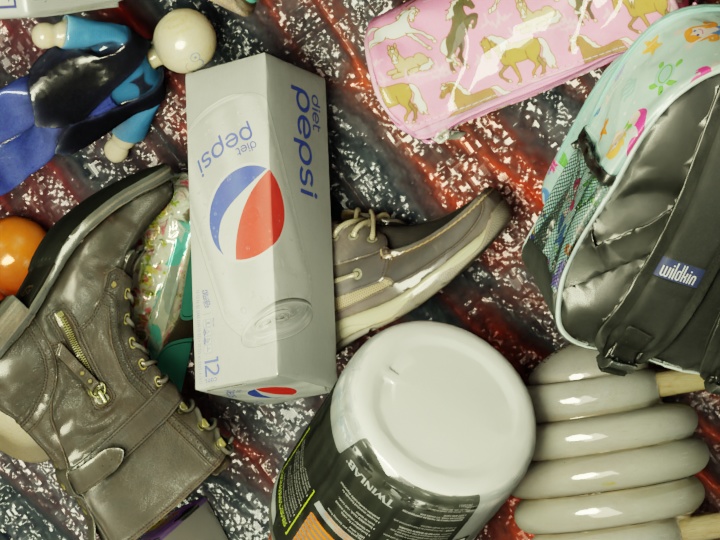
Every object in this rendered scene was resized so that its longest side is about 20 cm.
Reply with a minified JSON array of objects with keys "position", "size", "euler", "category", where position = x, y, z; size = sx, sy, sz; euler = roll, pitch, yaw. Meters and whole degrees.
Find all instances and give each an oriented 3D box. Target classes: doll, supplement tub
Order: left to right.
[{"position":[-0.177,-0.101,1.579],"size":[0.199,0.137,0.049],"euler":[-32,53,4],"category":"doll"},{"position":[0.018,0.128,1.535],"size":[0.122,0.123,0.200],"euler":[38,143,4],"category":"supplement tub"}]

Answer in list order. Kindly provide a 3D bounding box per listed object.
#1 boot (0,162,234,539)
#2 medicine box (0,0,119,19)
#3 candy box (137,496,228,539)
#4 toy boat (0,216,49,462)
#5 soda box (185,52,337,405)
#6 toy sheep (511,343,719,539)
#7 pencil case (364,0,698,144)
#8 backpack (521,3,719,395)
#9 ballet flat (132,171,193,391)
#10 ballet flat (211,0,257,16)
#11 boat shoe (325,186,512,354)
[{"position":[-0.139,0.055,1.555],"size":[0.174,0.069,0.200],"euler":[46,78,-14],"category":"boot"},{"position":[-0.249,-0.253,1.548],"size":[0.181,0.103,0.202],"euler":[2,101,33],"category":"medicine box"},{"position":[-0.188,0.233,1.617],"size":[0.199,0.168,0.072],"euler":[-27,93,17],"category":"candy box"},{"position":[-0.244,0.023,1.631],"size":[0.199,0.131,0.131],"euler":[32,76,5],"category":"toy boat"},{"position":[-0.060,-0.024,1.546],"size":[0.063,0.068,0.202],"euler":[-11,73,32],"category":"soda box"},{"position":[0.150,0.112,1.539],"size":[0.137,0.138,0.202],"euler":[-11,84,15],"category":"toy sheep"},{"position":[0.104,-0.145,1.522],"size":[0.199,0.083,0.087],"euler":[-22,110,16],"category":"pencil case"},{"position":[0.202,-0.052,1.456],"size":[0.176,0.151,0.201],"euler":[14,123,-19],"category":"backpack"},{"position":[-0.137,0.031,1.623],"size":[0.063,0.076,0.202],"euler":[16,94,20],"category":"ballet flat"},{"position":[-0.131,-0.233,1.574],"size":[0.067,0.068,0.201],"euler":[-30,82,21],"category":"ballet flat"},{"position":[0.000,0.000,1.578],"size":[0.199,0.074,0.074],"euler":[-33,92,16],"category":"boat shoe"}]
